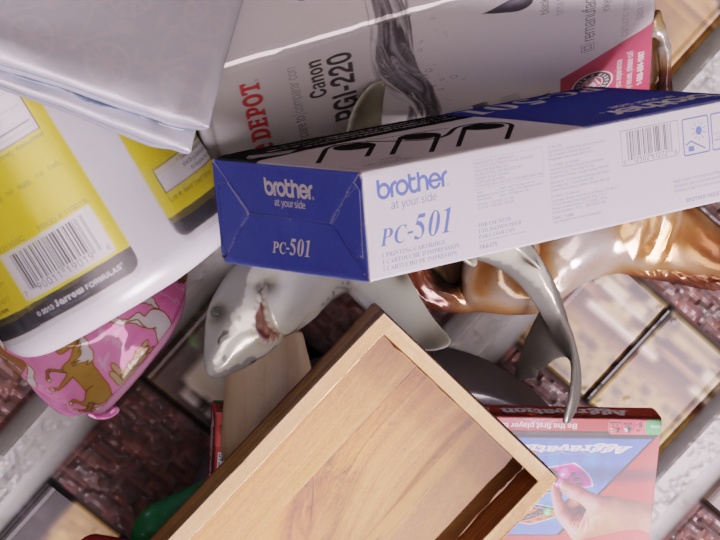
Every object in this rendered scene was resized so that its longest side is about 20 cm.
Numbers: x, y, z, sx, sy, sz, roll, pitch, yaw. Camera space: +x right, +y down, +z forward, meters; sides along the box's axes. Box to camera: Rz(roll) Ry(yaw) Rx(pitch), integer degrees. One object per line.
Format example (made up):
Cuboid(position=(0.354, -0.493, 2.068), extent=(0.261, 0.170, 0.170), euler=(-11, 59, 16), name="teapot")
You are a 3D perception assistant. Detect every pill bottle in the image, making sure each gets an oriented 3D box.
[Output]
Cuboid(position=(-0.143, -0.074, 1.074), extent=(0.112, 0.112, 0.200), euler=(-31, 97, 1), name="pill bottle")

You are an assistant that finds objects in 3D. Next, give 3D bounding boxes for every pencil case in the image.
Cuboid(position=(-0.168, -0.017, 1.160), extent=(0.200, 0.083, 0.087), euler=(35, 122, -17), name="pencil case")

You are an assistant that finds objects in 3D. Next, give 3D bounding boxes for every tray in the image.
Cuboid(position=(-0.027, 0.120, 1.068), extent=(0.099, 0.037, 0.200), euler=(43, 90, -10), name="tray")

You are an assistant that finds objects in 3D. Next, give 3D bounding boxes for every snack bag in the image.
Cuboid(position=(-0.132, -0.158, 1.025), extent=(0.200, 0.021, 0.189), euler=(19, 64, -10), name="snack bag")

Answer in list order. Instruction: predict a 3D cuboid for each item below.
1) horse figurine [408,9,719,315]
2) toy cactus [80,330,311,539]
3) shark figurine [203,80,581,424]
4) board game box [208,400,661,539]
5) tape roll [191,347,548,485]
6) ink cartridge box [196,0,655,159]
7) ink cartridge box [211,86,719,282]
Cuboid(position=(0.088, -0.030, 1.213), extent=(0.200, 0.050, 0.133), euler=(-20, 103, -5), name="horse figurine")
Cuboid(position=(-0.032, 0.109, 1.138), extent=(0.200, 0.102, 0.165), euler=(-3, 88, -4), name="toy cactus")
Cuboid(position=(0.016, -0.011, 1.142), extent=(0.214, 0.089, 0.128), euler=(9, 91, -41), name="shark figurine")
Cuboid(position=(0.031, 0.110, 1.193), extent=(0.200, 0.019, 0.103), euler=(1, 107, -9), name="board game box")
Cuboid(position=(0.018, 0.137, 1.243), extent=(0.200, 0.066, 0.201), euler=(-2, 106, -9), name="tape roll")
Cuboid(position=(0.018, -0.110, 1.120), extent=(0.200, 0.146, 0.085), euler=(-15, 68, -2), name="ink cartridge box")
Cuboid(position=(0.051, -0.037, 1.053), extent=(0.200, 0.094, 0.044), euler=(-13, 103, -37), name="ink cartridge box")
